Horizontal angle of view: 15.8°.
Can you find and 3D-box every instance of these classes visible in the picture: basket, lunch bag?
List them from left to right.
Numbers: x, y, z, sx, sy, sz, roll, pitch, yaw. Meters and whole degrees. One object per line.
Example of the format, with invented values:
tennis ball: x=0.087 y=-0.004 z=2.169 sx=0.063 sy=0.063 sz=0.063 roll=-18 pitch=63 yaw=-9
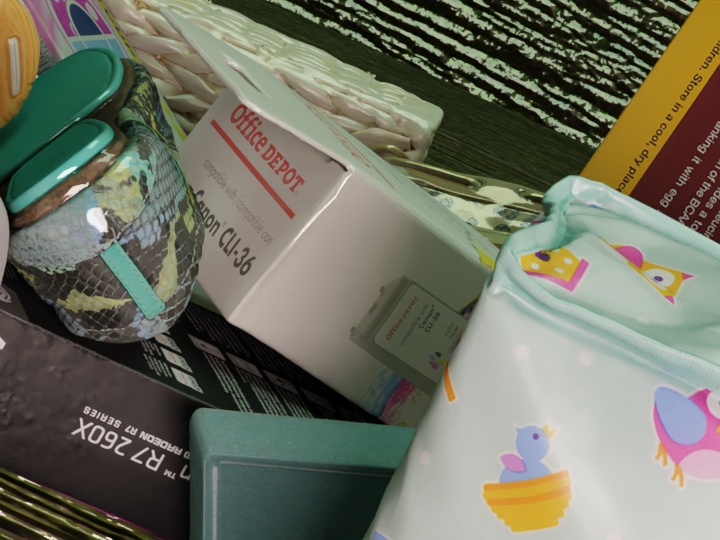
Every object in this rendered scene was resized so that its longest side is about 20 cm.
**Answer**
basket: x=-0.068 y=-0.056 z=1.232 sx=0.200 sy=0.123 sz=0.136 roll=23 pitch=8 yaw=0
lunch bag: x=0.099 y=0.095 z=0.674 sx=0.200 sy=0.170 sz=0.122 roll=25 pitch=17 yaw=5

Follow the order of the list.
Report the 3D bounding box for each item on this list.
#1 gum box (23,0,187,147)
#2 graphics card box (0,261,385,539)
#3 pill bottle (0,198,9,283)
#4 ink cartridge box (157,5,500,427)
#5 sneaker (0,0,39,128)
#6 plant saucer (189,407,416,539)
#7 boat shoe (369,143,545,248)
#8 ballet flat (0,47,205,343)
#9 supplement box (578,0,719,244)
gum box: x=-0.132 y=-0.072 z=1.080 sx=0.200 sy=0.066 sz=0.114 roll=59 pitch=12 yaw=0
graphics card box: x=-0.065 y=0.044 z=0.851 sx=0.200 sy=0.051 sz=0.125 roll=27 pitch=10 yaw=-27
pill bottle: x=-0.205 y=-0.013 z=0.686 sx=0.200 sy=0.113 sz=0.113 roll=26 pitch=10 yaw=8
ink cartridge box: x=0.000 y=0.000 z=0.896 sx=0.200 sy=0.068 sz=0.116 roll=36 pitch=5 yaw=-29
sneaker: x=-0.211 y=-0.076 z=0.861 sx=0.200 sy=0.076 sz=0.088 roll=3 pitch=20 yaw=-17
plant saucer: x=0.047 y=0.082 z=0.750 sx=0.200 sy=0.070 sz=0.019 roll=5 pitch=24 yaw=6
boat shoe: x=0.033 y=-0.005 z=1.033 sx=0.200 sy=0.073 sz=0.063 roll=15 pitch=32 yaw=8
ballet flat: x=-0.083 y=-0.021 z=0.828 sx=0.074 sy=0.074 sz=0.200 roll=22 pitch=12 yaw=-11
supplement box: x=0.203 y=-0.013 z=0.874 sx=0.200 sy=0.197 sz=0.133 roll=36 pitch=5 yaw=29
